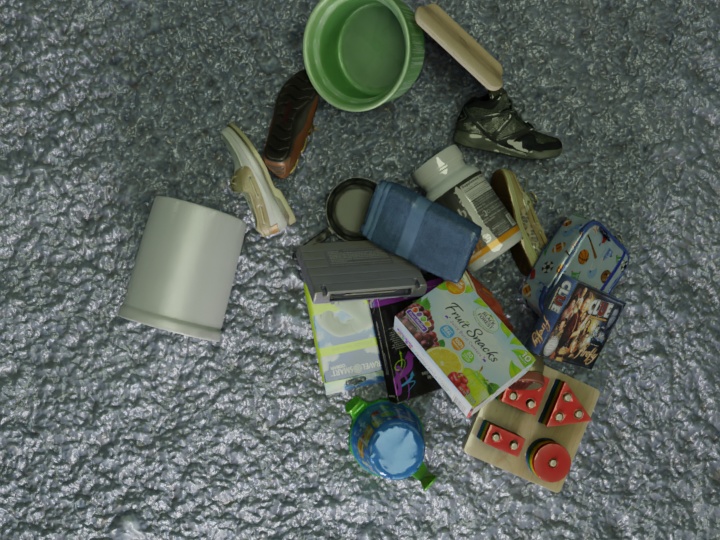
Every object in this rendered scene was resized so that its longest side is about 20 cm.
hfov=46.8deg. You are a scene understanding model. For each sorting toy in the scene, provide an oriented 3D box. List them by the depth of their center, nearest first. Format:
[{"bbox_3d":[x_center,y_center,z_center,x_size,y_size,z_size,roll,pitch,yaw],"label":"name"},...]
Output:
[{"bbox_3d":[0.167,-0.379,1.418,0.185,0.200,0.037,41,113,-6],"label":"sorting toy"},{"bbox_3d":[0.312,0.271,1.482,0.197,0.070,0.202,24,86,-6],"label":"sorting toy"}]

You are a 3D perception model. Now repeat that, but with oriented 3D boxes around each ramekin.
[{"bbox_3d":[0.011,-0.371,1.394,0.198,0.097,0.203,7,105,26],"label":"ramekin"}]

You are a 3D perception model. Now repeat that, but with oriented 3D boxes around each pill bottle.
[{"bbox_3d":[0.182,-0.108,1.440,0.116,0.116,0.201,-34,87,-6],"label":"pill bottle"}]

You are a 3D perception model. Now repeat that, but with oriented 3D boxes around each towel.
[{"bbox_3d":[0.101,-0.067,1.399,0.199,0.048,0.113,29,110,19],"label":"towel"}]

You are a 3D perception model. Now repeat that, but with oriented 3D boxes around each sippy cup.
[{"bbox_3d":[0.052,0.295,1.418,0.176,0.130,0.141,10,88,-7],"label":"sippy cup"}]

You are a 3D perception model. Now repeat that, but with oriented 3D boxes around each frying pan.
[{"bbox_3d":[-0.025,-0.073,1.460,0.114,0.031,0.191,32,89,-7],"label":"frying pan"}]

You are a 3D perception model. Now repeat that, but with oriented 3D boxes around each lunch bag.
[{"bbox_3d":[0.387,0.009,1.473,0.160,0.075,0.201,38,86,-32],"label":"lunch bag"}]

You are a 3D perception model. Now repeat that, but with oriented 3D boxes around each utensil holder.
[{"bbox_3d":[-0.286,-0.002,1.361,0.168,0.170,0.202,15,85,-7],"label":"utensil holder"}]

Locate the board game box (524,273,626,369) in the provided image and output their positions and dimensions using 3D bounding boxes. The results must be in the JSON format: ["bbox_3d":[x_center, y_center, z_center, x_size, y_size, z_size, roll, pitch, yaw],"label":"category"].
[{"bbox_3d":[0.368,0.090,1.412,0.199,0.034,0.137,17,102,-48],"label":"board game box"}]

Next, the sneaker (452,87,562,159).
[{"bbox_3d":[0.270,-0.261,1.466,0.197,0.076,0.115,12,111,-3],"label":"sneaker"}]

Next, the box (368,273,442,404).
[{"bbox_3d":[0.095,0.115,1.450,0.142,0.036,0.202,-12,90,-29],"label":"box"}]

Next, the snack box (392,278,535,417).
[{"bbox_3d":[0.169,0.120,1.377,0.142,0.053,0.200,-32,68,-21],"label":"snack box"}]

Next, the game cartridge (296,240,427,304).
[{"bbox_3d":[0.000,0.000,1.406,0.198,0.130,0.039,-3,127,-19],"label":"game cartridge"}]

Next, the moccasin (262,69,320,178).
[{"bbox_3d":[-0.110,-0.253,1.430,0.073,0.078,0.204,7,70,8],"label":"moccasin"}]

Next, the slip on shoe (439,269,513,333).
[{"bbox_3d":[0.202,0.051,1.478,0.061,0.074,0.201,-34,87,-41],"label":"slip on shoe"}]

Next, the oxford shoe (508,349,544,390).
[{"bbox_3d":[0.216,0.157,1.429,0.197,0.071,0.076,7,66,2],"label":"oxford shoe"}]

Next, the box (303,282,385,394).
[{"bbox_3d":[-0.023,0.108,1.452,0.120,0.048,0.203,-11,90,-8],"label":"box"}]

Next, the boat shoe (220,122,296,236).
[{"bbox_3d":[-0.189,-0.153,1.418,0.068,0.075,0.201,-32,93,-9],"label":"boat shoe"}]

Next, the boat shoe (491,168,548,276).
[{"bbox_3d":[0.289,-0.091,1.486,0.062,0.073,0.202,-24,104,-16],"label":"boat shoe"}]
